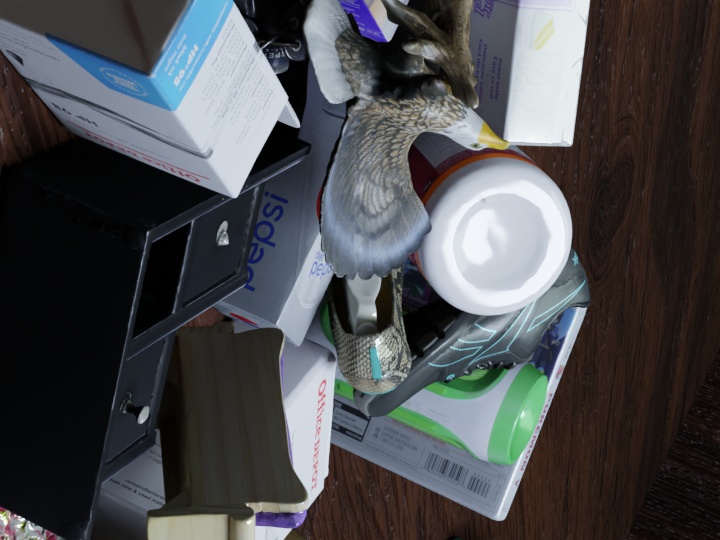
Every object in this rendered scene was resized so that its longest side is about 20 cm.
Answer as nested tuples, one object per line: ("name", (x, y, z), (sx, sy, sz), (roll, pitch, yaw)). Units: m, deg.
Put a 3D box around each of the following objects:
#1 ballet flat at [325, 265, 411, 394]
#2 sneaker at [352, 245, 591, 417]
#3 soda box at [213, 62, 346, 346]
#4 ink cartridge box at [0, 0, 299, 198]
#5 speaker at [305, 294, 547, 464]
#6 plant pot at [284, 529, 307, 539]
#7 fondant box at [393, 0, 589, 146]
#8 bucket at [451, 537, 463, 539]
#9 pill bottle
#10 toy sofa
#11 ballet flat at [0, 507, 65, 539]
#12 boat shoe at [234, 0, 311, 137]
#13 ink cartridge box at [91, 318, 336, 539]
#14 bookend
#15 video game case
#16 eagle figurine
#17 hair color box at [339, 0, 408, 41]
("ballet flat", (0.000, 0.000, 1.468), (0.201, 0.067, 0.076), (-102, -177, -49))
("sneaker", (0.084, 0.049, 1.484), (0.199, 0.079, 0.075), (-39, -157, -2))
("soda box", (-0.036, -0.055, 1.416), (0.201, 0.068, 0.063), (-64, 161, -9))
("ink cartridge box", (-0.112, -0.105, 1.067), (0.067, 0.115, 0.200), (-64, 161, -13))
("speaker", (0.040, 0.077, 1.567), (0.089, 0.198, 0.089), (-54, 157, -35))
("plant pot", (-0.055, 0.291, 1.546), (0.187, 0.199, 0.187), (-53, 157, -35))
("fondant box", (0.086, -0.176, 1.412), (0.058, 0.200, 0.146), (0, 104, -25))
("bucket", (0.134, 0.410, 2.313), (0.208, 0.134, 0.208), (-56, 159, -35))
("pill bottle", (0.071, -0.051, 1.446), (0.200, 0.108, 0.111), (-125, -130, -67))
("toy sofa", (-0.089, 0.122, 1.273), (0.201, 0.096, 0.084), (-103, -165, -55))
("ballet flat", (-0.193, 0.206, 1.272), (0.076, 0.063, 0.201), (-50, 154, -35))
("boat shoe", (-0.060, -0.139, 1.231), (0.201, 0.069, 0.067), (99, -17, -50))
("ink cartridge box", (-0.103, 0.150, 1.430), (0.200, 0.083, 0.146), (-49, 154, -43))
("bookend", (-0.131, 0.023, 1.194), (0.199, 0.091, 0.202), (-34, 142, -60))
("video game case", (0.061, 0.077, 1.629), (0.023, 0.199, 0.184), (17, 95, -62))
("eagle figurine", (0.020, -0.098, 1.266), (0.151, 0.151, 0.200), (-37, 177, -33))
("hair color box", (-0.005, -0.237, 1.307), (0.110, 0.064, 0.200), (-65, 160, -8))
